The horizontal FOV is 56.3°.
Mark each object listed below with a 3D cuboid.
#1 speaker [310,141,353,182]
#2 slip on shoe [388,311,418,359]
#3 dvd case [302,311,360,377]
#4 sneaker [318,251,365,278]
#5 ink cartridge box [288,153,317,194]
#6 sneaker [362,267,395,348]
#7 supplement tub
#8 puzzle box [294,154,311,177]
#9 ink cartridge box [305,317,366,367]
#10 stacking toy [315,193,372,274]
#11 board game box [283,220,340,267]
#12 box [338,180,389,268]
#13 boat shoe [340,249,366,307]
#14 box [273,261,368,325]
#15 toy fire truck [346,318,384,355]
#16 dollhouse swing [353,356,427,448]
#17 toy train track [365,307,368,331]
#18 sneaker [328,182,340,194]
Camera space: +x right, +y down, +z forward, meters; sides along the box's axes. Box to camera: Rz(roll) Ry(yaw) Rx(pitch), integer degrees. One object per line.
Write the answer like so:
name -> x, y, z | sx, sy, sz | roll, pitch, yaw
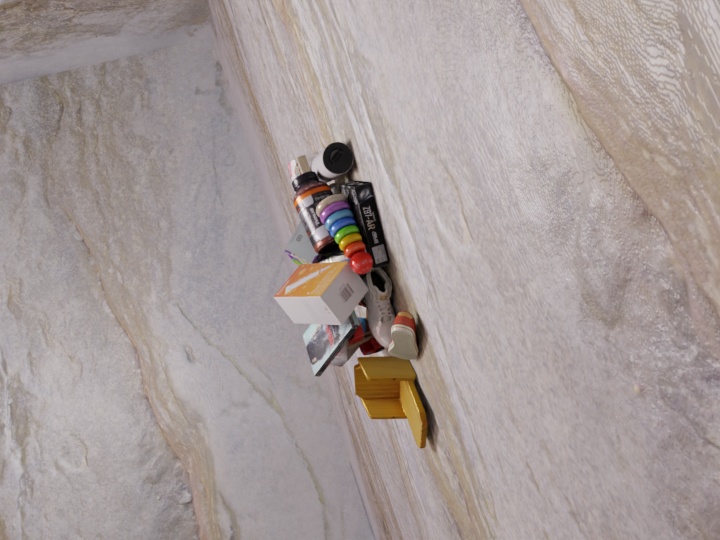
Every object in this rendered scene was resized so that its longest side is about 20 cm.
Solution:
speaker -> -0.076, -0.276, 1.730 | 0.200, 0.080, 0.082 | -177, 70, -77
slip on shoe -> 0.103, 0.158, 1.576 | 0.201, 0.073, 0.062 | 82, -159, -59
dvd case -> -0.079, 0.155, 1.739 | 0.201, 0.022, 0.147 | -52, 39, 27
sneaker -> -0.044, -0.001, 1.720 | 0.200, 0.078, 0.090 | -11, 103, 66
ink cartridge box -> -0.158, -0.254, 2.118 | 0.146, 0.082, 0.202 | -168, 62, -76
sneaker -> 0.051, 0.089, 1.672 | 0.116, 0.073, 0.202 | 105, 147, -73
supplement tub -> -0.106, -0.151, 1.726 | 0.202, 0.106, 0.107 | 64, 166, 11
puzzle box -> -0.135, -0.204, 1.856 | 0.133, 0.025, 0.202 | 133, 117, -78
ink cartridge box -> -0.068, 0.193, 1.877 | 0.200, 0.114, 0.069 | -42, -48, -63
stacking toy -> -0.032, -0.079, 1.605 | 0.086, 0.085, 0.202 | 102, 145, -66
board game box -> -0.114, -0.040, 1.874 | 0.102, 0.106, 0.200 | 24, 166, 25
box -> 0.007, -0.116, 1.655 | 0.160, 0.043, 0.202 | -151, 46, -73
boat shoe -> 0.000, 0.000, 1.786 | 0.062, 0.070, 0.203 | 1, 104, 67
box -> -0.099, 0.057, 1.668 | 0.199, 0.125, 0.098 | -4, 130, 49
toy fire truck -> 0.013, 0.180, 1.792 | 0.200, 0.139, 0.049 | 117, 135, -59
dollhouse swing -> 0.075, 0.351, 1.731 | 0.201, 0.179, 0.177 | 88, -179, -49
toy train track -> 0.033, 0.148, 1.943 | 0.115, 0.032, 0.202 | -111, 16, -53
sneaker -> -0.068, -0.133, 1.853 | 0.089, 0.074, 0.202 | -91, -5, -55
